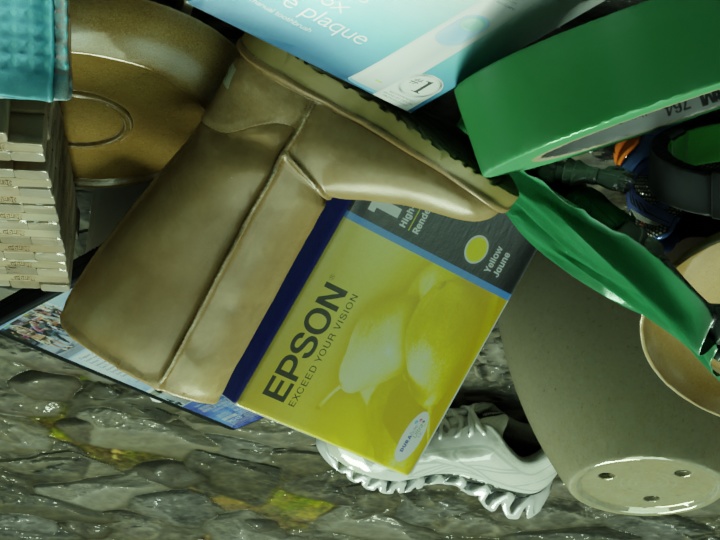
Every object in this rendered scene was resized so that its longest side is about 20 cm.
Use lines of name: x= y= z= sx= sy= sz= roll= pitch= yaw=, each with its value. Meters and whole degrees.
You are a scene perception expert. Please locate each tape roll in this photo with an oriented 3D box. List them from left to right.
tape roll: x=0.148 y=-0.099 z=1.016 sx=0.200 sy=0.048 sz=0.200 roll=-17 pitch=178 yaw=-1

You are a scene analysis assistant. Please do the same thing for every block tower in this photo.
block tower: x=-0.186 y=-0.050 z=1.109 sx=0.054 sy=0.058 sz=0.200 roll=3 pitch=157 yaw=-1

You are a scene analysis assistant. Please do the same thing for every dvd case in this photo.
dvd case: x=-0.109 y=0.042 z=1.270 sx=0.200 sy=0.018 sz=0.143 roll=26 pitch=145 yaw=-35

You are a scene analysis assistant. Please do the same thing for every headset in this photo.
headset: x=0.246 y=-0.036 z=1.065 sx=0.200 sy=0.094 sz=0.123 roll=9 pitch=-158 yaw=32

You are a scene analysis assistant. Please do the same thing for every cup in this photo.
cup: x=0.187 y=0.076 z=1.353 sx=0.200 sy=0.143 sz=0.200 roll=2 pitch=153 yaw=1

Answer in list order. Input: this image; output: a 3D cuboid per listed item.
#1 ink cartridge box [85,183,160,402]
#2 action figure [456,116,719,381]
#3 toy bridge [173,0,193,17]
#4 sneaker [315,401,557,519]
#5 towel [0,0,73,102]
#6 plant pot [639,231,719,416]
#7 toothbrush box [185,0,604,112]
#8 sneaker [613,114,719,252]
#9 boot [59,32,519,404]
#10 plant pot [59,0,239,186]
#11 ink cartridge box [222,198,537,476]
ink cartridge box: x=-0.079 y=0.007 z=1.310 sx=0.146 sy=0.084 sz=0.200 roll=-1 pitch=151 yaw=8
action figure: x=0.126 y=-0.025 z=1.126 sx=0.200 sy=0.055 sz=0.118 roll=41 pitch=169 yaw=21
toy bridge: x=-0.137 y=-0.133 z=1.109 sx=0.067 sy=0.027 sz=0.200 roll=24 pitch=147 yaw=-36
sneaker: x=0.063 y=0.127 z=1.555 sx=0.200 sy=0.075 sz=0.081 roll=12 pitch=138 yaw=-20
towel: x=-0.209 y=-0.168 z=0.954 sx=0.146 sy=0.022 sz=0.200 roll=3 pitch=122 yaw=-1
plant pot: x=0.261 y=0.027 z=1.186 sx=0.200 sy=0.028 sz=0.200 roll=5 pitch=143 yaw=4
toothbrush box: x=0.037 y=-0.170 z=0.959 sx=0.146 sy=0.085 sz=0.200 roll=24 pitch=145 yaw=-35
sneaker: x=0.246 y=-0.040 z=1.193 sx=0.200 sy=0.079 sz=0.075 roll=0 pitch=153 yaw=7
boot: x=-0.038 y=-0.012 z=1.099 sx=0.175 sy=0.066 sz=0.200 roll=32 pitch=108 yaw=-2
plant pot: x=-0.157 y=-0.092 z=1.131 sx=0.200 sy=0.028 sz=0.200 roll=2 pitch=156 yaw=1
ink cartridge box: x=0.000 y=0.000 z=1.189 sx=0.200 sy=0.198 sz=0.047 roll=25 pitch=-173 yaw=-41
